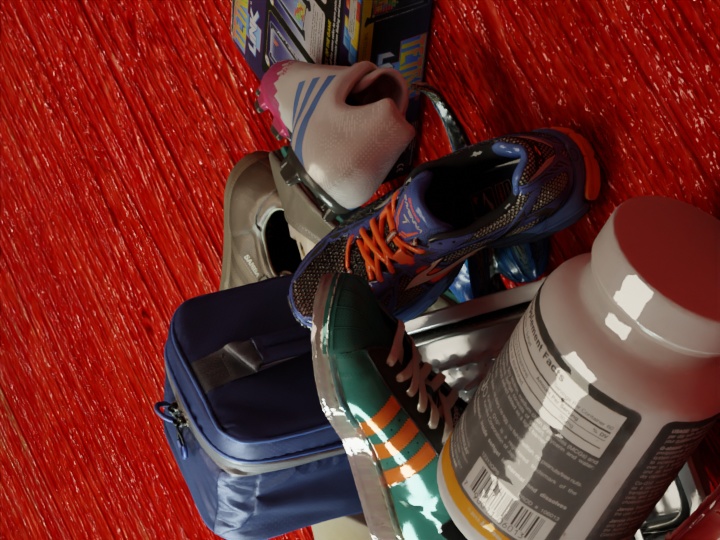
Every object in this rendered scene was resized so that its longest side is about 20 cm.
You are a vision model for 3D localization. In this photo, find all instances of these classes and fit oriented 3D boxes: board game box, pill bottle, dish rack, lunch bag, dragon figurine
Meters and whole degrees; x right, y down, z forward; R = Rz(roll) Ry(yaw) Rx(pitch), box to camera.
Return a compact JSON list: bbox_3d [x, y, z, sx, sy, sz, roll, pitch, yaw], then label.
[{"bbox_3d":[-0.020,-0.175,1.733,0.166,0.056,0.201,56,155,34],"label":"board game box"},{"bbox_3d":[0.130,0.064,1.458,0.117,0.116,0.200,55,132,31],"label":"pill bottle"},{"bbox_3d":[0.109,0.089,1.586,0.199,0.043,0.173,-17,97,40],"label":"dish rack"},{"bbox_3d":[-0.041,0.078,1.799,0.133,0.199,0.136,100,148,-47],"label":"lunch bag"},{"bbox_3d":[0.075,-0.019,1.639,0.099,0.059,0.201,43,146,47],"label":"dragon figurine"}]

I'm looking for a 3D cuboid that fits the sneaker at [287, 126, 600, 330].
[{"bbox_3d":[0.036,-0.028,1.557,0.078,0.199,0.076,16,-135,-61],"label":"sneaker"}]

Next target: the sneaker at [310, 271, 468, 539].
[{"bbox_3d":[0.030,0.080,1.558,0.072,0.079,0.201,-74,-29,-50],"label":"sneaker"}]

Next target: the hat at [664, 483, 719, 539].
[{"bbox_3d":[0.192,0.143,1.503,0.199,0.165,0.177,-2,77,39],"label":"hat"}]

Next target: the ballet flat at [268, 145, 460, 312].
[{"bbox_3d":[0.000,0.000,1.751,0.200,0.064,0.067,40,-169,21],"label":"ballet flat"}]

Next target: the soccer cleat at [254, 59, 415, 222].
[{"bbox_3d":[-0.008,-0.093,1.632,0.070,0.086,0.200,45,-171,-21],"label":"soccer cleat"}]

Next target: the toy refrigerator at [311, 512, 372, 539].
[{"bbox_3d":[0.043,0.192,1.860,0.200,0.076,0.070,16,123,62],"label":"toy refrigerator"}]

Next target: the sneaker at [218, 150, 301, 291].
[{"bbox_3d":[-0.059,0.017,1.957,0.075,0.070,0.201,39,142,50],"label":"sneaker"}]
